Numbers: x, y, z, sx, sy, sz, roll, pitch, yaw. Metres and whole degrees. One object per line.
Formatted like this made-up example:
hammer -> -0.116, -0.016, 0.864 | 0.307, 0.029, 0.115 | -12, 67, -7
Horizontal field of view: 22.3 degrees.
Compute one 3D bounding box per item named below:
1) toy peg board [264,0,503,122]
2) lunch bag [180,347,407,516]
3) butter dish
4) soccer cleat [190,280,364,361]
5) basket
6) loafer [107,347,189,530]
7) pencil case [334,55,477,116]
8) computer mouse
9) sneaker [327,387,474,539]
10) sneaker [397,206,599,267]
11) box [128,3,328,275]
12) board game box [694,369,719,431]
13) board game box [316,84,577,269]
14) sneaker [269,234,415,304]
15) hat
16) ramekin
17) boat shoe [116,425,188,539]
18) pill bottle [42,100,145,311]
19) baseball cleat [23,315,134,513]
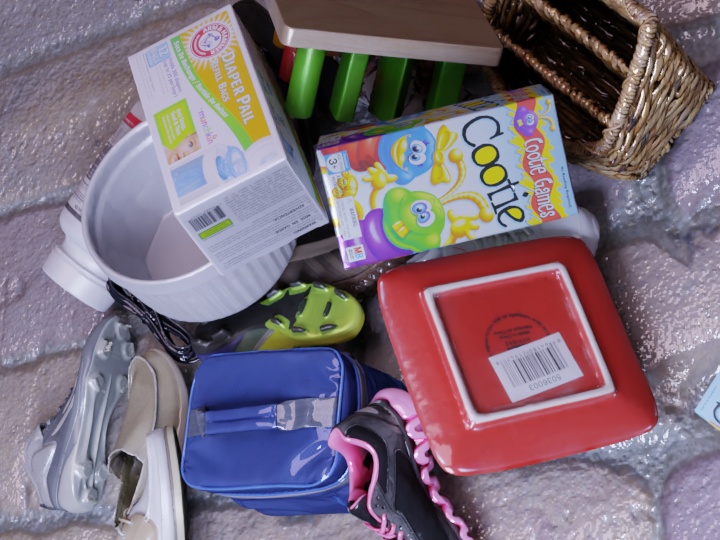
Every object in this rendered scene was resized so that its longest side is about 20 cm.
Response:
toy peg board -> 0.001, -0.212, 1.656 | 0.200, 0.198, 0.099 | -111, 30, -54
lunch bag -> -0.071, 0.143, 1.659 | 0.198, 0.132, 0.137 | -7, 67, 31
butter dish -> 0.121, 0.094, 1.551 | 0.198, 0.148, 0.201 | -11, 60, -16
soccer cleat -> -0.069, 0.061, 1.724 | 0.199, 0.084, 0.065 | -11, 48, 35
basket -> 0.184, -0.185, 1.611 | 0.143, 0.149, 0.200 | -49, 53, 7
loafer -> -0.208, 0.169, 1.766 | 0.076, 0.068, 0.202 | -37, 53, 50
pencil case -> 0.053, -0.154, 1.732 | 0.089, 0.078, 0.200 | -42, 53, -2
computer mouse -> -0.142, -0.005, 1.802 | 0.200, 0.046, 0.141 | -39, 81, -6
sneaker -> 0.030, 0.206, 1.555 | 0.079, 0.095, 0.202 | -26, 85, 49
sneaker -> 0.115, -0.005, 1.614 | 0.199, 0.099, 0.079 | -27, 58, 22
box -> -0.118, -0.118, 1.614 | 0.112, 0.102, 0.201 | -26, 52, 6
board game box -> 0.374, 0.124, 1.384 | 0.199, 0.103, 0.105 | 33, 91, 38
board game box -> 0.072, -0.081, 1.543 | 0.198, 0.103, 0.106 | -14, 99, 3
sneaker -> 0.000, 0.000, 1.723 | 0.199, 0.070, 0.076 | -17, 81, 34
hat -> -0.063, -0.172, 1.772 | 0.200, 0.080, 0.202 | 42, 140, 48
ramekin -> -0.151, -0.048, 1.715 | 0.198, 0.105, 0.202 | -11, 56, 17
boat shoe -> -0.192, 0.244, 1.685 | 0.068, 0.075, 0.202 | -2, 97, -1
pill bottle -> -0.237, -0.063, 1.870 | 0.111, 0.111, 0.201 | 37, 94, 38
baseball cleat -> -0.291, 0.142, 1.849 | 0.106, 0.070, 0.202 | 0, 70, 33
